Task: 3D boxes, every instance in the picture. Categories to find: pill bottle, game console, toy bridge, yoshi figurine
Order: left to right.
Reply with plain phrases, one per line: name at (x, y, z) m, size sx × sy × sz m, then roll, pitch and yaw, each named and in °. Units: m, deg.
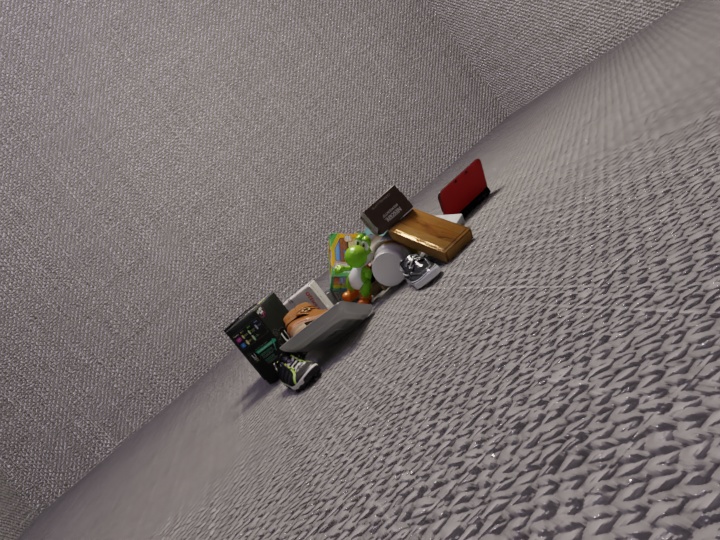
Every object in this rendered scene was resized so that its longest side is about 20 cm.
yoshi figurine at (-0.012, 0.004, 1.495) m, size 0.111 × 0.202 × 0.112 m, roll -2°, pitch 26°, yaw -12°
toy bridge at (0.053, 0.044, 1.619) m, size 0.067 × 0.027 × 0.200 m, roll -41°, pitch 6°, yaw -24°
pill bottle at (0.101, -0.037, 1.521) m, size 0.114 × 0.115 × 0.200 m, roll -36°, pitch 7°, yaw 25°
game console at (0.294, -0.223, 1.684) m, size 0.200 × 0.119 × 0.172 m, roll -41°, pitch 7°, yaw -21°

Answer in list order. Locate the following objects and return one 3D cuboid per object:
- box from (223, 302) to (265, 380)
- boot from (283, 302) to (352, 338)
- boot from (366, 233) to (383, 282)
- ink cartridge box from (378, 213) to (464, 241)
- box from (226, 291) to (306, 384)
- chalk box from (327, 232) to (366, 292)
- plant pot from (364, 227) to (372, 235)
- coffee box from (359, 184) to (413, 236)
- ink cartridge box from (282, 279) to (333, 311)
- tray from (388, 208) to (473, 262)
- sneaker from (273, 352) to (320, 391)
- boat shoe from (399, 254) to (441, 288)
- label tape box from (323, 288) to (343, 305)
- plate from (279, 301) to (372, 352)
box at (-0.315, 0.220, 1.714) m, size 0.079 × 0.201 × 0.141 m, roll -36°, pitch 6°, yaw 16°
boot at (-0.117, 0.123, 1.515) m, size 0.199 × 0.074 × 0.155 m, roll -25°, pitch 25°, yaw -15°
boot at (0.025, -0.033, 1.654) m, size 0.096 × 0.075 × 0.200 m, roll 18°, pitch 54°, yaw 32°
ink cartridge box at (0.169, -0.099, 1.485) m, size 0.198 × 0.048 × 0.160 m, roll -3°, pitch 25°, yaw 27°
box at (-0.257, 0.193, 1.579) m, size 0.124 × 0.200 × 0.149 m, roll -36°, pitch 7°, yaw 22°
chalk box at (-0.040, -0.005, 1.758) m, size 0.123 × 0.202 × 0.125 m, roll -1°, pitch -26°, yaw -7°
plant pot at (0.101, -0.092, 1.809) m, size 0.141 × 0.142 × 0.200 m, roll -37°, pitch 14°, yaw 16°
coffee box at (0.067, -0.161, 1.513) m, size 0.114 × 0.080 × 0.200 m, roll -42°, pitch 3°, yaw 0°
ink cartridge box at (-0.185, 0.149, 1.715) m, size 0.199 × 0.146 × 0.084 m, roll -37°, pitch 5°, yaw 13°
tray at (0.173, -0.093, 1.374) m, size 0.099 × 0.037 × 0.199 m, roll -42°, pitch 42°, yaw -20°
sneaker at (-0.164, 0.235, 1.294) m, size 0.072 × 0.083 × 0.200 m, roll -43°, pitch 7°, yaw -29°
boat shoe at (0.136, -0.006, 1.315) m, size 0.072 × 0.068 × 0.200 m, roll -40°, pitch 7°, yaw -3°
label tape box at (-0.109, 0.102, 1.855) m, size 0.199 × 0.064 × 0.144 m, roll -32°, pitch 3°, yaw -22°
plate at (-0.075, 0.148, 1.352) m, size 0.199 × 0.032 × 0.199 m, roll -38°, pitch -20°, yaw 16°
